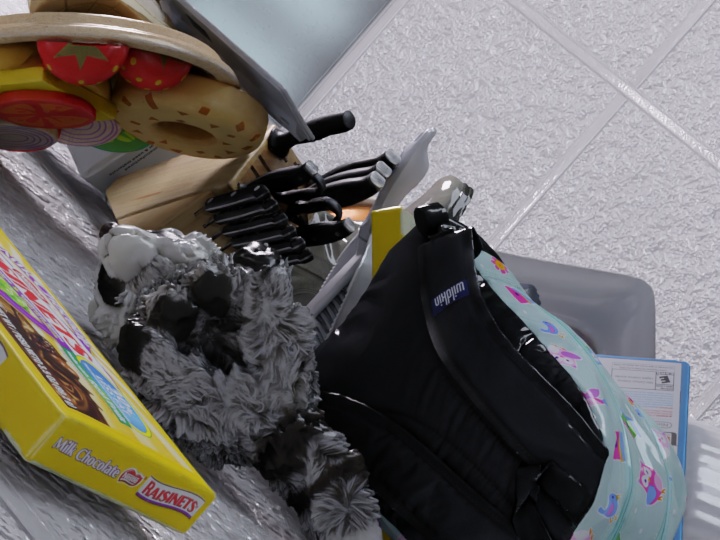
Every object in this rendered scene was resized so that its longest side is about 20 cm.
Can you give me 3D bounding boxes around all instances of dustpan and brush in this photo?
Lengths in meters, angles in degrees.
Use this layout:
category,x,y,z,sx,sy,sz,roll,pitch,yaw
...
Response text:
category,x,y,z,sx,sy,sz,roll,pitch,yaw
dustpan and brush,0.000,0.000,1.200,0.057,0.200,0.140,39,5,-10

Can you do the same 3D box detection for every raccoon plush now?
category,x,y,z,sx,sy,sz,roll,pitch,yaw
raccoon plush,-0.075,0.064,0.949,0.134,0.097,0.200,11,-59,71

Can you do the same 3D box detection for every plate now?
category,x,y,z,sx,sy,sz,roll,pitch,yaw
plate,0.107,0.080,1.295,0.200,0.032,0.200,11,-56,28

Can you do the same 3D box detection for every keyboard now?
category,x,y,z,sx,sy,sz,roll,pitch,yaw
keyboard,-0.097,-0.148,1.178,0.200,0.011,0.056,43,-15,34

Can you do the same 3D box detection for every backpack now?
category,x,y,z,sx,sy,sz,roll,pitch,yaw
backpack,0.070,0.084,0.962,0.127,0.167,0.200,19,18,-47

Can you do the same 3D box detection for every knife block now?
category,x,y,z,sx,sy,sz,roll,pitch,yaw
knife block,-0.070,-0.052,1.224,0.064,0.175,0.200,57,-2,-22

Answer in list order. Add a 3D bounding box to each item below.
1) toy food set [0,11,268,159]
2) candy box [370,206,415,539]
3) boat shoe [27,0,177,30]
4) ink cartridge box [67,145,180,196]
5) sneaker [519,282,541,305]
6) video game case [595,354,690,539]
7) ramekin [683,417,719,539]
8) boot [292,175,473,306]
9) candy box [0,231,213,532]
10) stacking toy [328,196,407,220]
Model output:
category,x,y,z,sx,sy,sz,roll,pitch,yaw
toy food set,-0.170,-0.106,1.139,0.198,0.049,0.200,-4,-12,24
candy box,0.035,0.071,1.122,0.102,0.026,0.200,31,55,-61
boat shoe,-0.156,-0.165,1.169,0.200,0.074,0.069,55,20,-76
ink cartridge box,-0.152,-0.104,1.404,0.147,0.083,0.200,61,8,28
sneaker,0.063,0.086,1.215,0.082,0.200,0.070,22,35,18
video game case,0.110,0.116,1.058,0.143,0.018,0.200,4,38,9
ramekin,0.183,0.180,1.132,0.094,0.203,0.202,27,7,-11
boot,-0.022,-0.029,1.356,0.131,0.200,0.068,46,-13,-1
candy box,-0.144,0.023,0.770,0.200,0.026,0.102,45,2,37
stacking toy,0.001,0.046,1.434,0.146,0.146,0.200,39,20,-24
